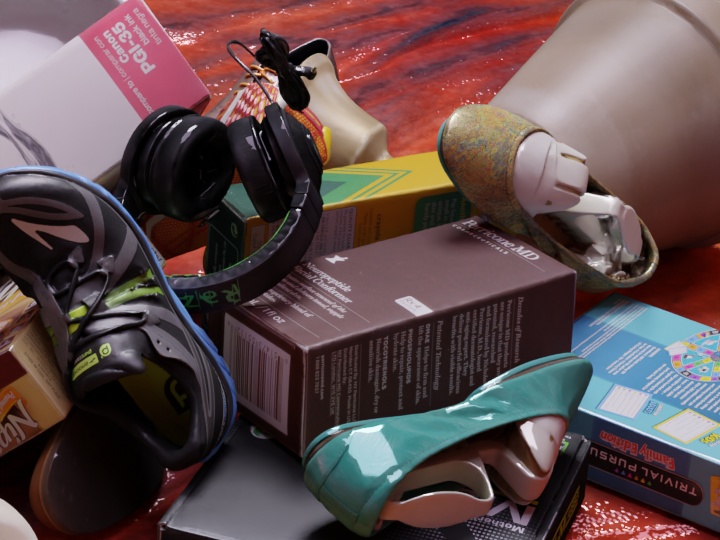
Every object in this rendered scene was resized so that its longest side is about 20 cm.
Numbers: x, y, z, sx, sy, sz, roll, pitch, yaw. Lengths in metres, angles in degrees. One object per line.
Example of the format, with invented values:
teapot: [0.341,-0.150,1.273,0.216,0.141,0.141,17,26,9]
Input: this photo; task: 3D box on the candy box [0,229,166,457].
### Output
candy box: [-0.197,0.044,1.478,0.115,0.055,0.200,-29,16,24]

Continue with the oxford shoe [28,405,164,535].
oxford shoe: [-0.153,0.094,1.462,0.071,0.072,0.200,-16,20,23]

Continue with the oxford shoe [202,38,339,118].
oxford shoe: [-0.083,-0.117,1.855,0.071,0.073,0.200,19,30,24]

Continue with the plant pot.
plant pot: [0.168,-0.084,1.725,0.199,0.201,0.173,27,43,36]

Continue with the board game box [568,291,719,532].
board game box: [0.201,0.089,1.535,0.199,0.047,0.151,21,31,27]

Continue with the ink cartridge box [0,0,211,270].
ink cartridge box: [-0.199,-0.071,1.578,0.200,0.083,0.147,-37,2,-10]

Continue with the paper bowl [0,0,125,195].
paper bowl: [-0.231,-0.112,1.722,0.199,0.202,0.104,2,-18,-6]

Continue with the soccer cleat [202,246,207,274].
soccer cleat: [-0.003,-0.004,1.671,0.199,0.068,0.081,-6,38,-8]

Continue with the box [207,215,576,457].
box: [0.020,0.035,1.482,0.199,0.075,0.100,-14,29,-35]

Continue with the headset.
headset: [-0.072,-0.055,1.486,0.123,0.094,0.201,0,55,22]

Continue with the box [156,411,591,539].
box: [0.012,0.133,1.416,0.199,0.048,0.193,12,25,15]

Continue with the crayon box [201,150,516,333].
crayon box: [0.000,0.000,1.585,0.199,0.126,0.052,-10,31,-29]

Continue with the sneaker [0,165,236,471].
sneaker: [-0.138,0.025,1.380,0.071,0.200,0.083,-33,14,19]

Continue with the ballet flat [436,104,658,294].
ballet flat: [0.123,-0.044,1.563,0.071,0.071,0.200,35,-3,44]

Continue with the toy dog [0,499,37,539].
toy dog: [-0.263,0.122,1.291,0.199,0.140,0.193,26,20,34]

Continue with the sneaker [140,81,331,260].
sneaker: [-0.100,-0.039,1.627,0.077,0.200,0.073,38,35,-29]

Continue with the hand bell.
hand bell: [0.034,-0.062,1.787,0.199,0.105,0.104,28,32,14]

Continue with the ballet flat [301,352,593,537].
ballet flat: [0.061,0.102,1.379,0.199,0.068,0.071,-16,57,-35]
